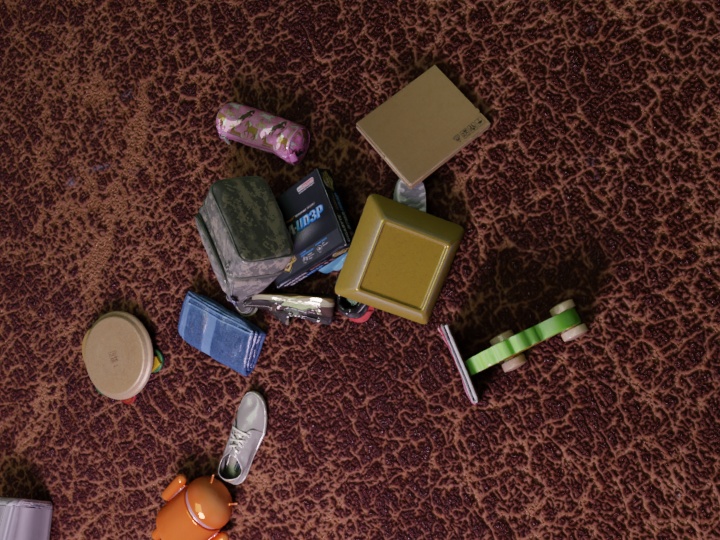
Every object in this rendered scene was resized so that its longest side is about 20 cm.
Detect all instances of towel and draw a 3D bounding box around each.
[{"bbox_3d":[-0.298,0.133,1.773,0.197,0.048,0.114,26,109,22],"label":"towel"},{"bbox_3d":[0.175,0.169,1.489,0.022,0.200,0.147,-23,79,4],"label":"towel"}]

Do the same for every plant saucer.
[{"bbox_3d":[0.075,-0.012,1.551,0.196,0.049,0.204,18,102,-13],"label":"plant saucer"}]

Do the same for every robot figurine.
[{"bbox_3d":[-0.344,0.511,1.760,0.199,0.116,0.145,-41,47,19],"label":"robot figurine"}]

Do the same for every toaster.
[{"bbox_3d":[-0.781,0.589,1.926,0.111,0.200,0.132,-2,71,22],"label":"toaster"}]

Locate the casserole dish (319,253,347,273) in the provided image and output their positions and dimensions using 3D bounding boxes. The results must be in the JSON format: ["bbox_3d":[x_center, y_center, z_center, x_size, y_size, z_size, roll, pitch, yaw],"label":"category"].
[{"bbox_3d":[-0.093,-0.088,1.680,0.121,0.038,0.202,-45,69,30],"label":"casserole dish"}]

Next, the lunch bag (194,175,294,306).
[{"bbox_3d":[-0.233,-0.054,1.631,0.168,0.137,0.203,-49,61,50],"label":"lunch bag"}]

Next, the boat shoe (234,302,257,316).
[{"bbox_3d":[-0.266,-0.003,1.756,0.070,0.066,0.205,-16,84,19],"label":"boat shoe"}]

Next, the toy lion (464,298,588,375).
[{"bbox_3d":[0.278,0.122,1.445,0.198,0.191,0.070,-30,78,20],"label":"toy lion"}]

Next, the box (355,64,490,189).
[{"bbox_3d":[0.115,-0.269,1.563,0.199,0.021,0.164,-38,74,-12],"label":"box"}]

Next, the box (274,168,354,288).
[{"bbox_3d":[-0.110,-0.079,1.641,0.198,0.046,0.162,-30,76,35],"label":"box"}]

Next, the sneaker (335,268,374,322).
[{"bbox_3d":[0.000,0.000,1.622,0.070,0.097,0.205,14,94,25],"label":"sneaker"}]

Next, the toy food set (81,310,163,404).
[{"bbox_3d":[-0.537,0.192,1.885,0.199,0.048,0.200,-37,76,19],"label":"toy food set"}]

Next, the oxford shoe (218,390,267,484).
[{"bbox_3d":[-0.244,0.350,1.749,0.074,0.057,0.204,20,96,25],"label":"oxford shoe"}]

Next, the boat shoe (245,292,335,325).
[{"bbox_3d":[-0.147,0.077,1.694,0.195,0.073,0.066,2,91,17],"label":"boat shoe"}]

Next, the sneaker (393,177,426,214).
[{"bbox_3d":[0.097,-0.084,1.602,0.073,0.082,0.205,-1,106,-7],"label":"sneaker"}]

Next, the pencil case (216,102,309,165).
[{"bbox_3d":[-0.198,-0.280,1.722,0.197,0.082,0.088,20,96,22],"label":"pencil case"}]
